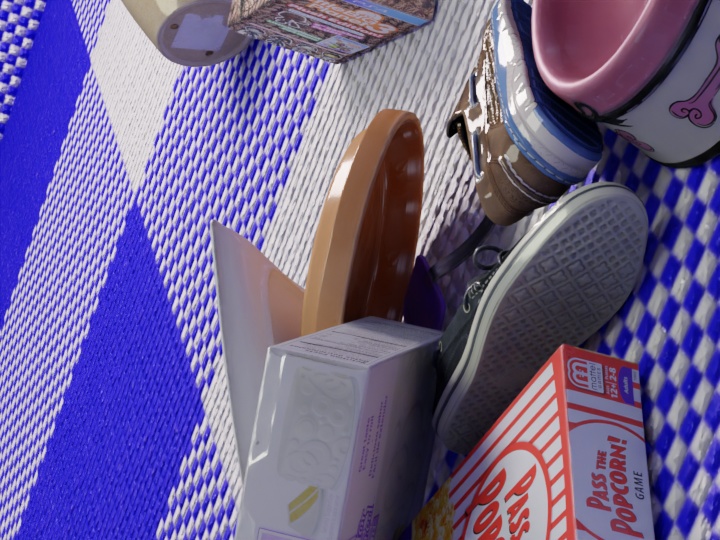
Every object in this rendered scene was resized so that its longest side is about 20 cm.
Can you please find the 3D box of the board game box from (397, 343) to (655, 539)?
[{"bbox_3d":[0.079,0.155,1.018,0.200,0.046,0.152,125,154,-45],"label":"board game box"}]

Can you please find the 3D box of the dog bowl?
[{"bbox_3d":[0.154,-0.157,1.010,0.200,0.074,0.201,-165,90,-70],"label":"dog bowl"}]

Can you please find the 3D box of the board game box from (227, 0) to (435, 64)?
[{"bbox_3d":[-0.011,-0.256,1.510,0.200,0.096,0.160,169,115,-69],"label":"board game box"}]

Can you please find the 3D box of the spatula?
[{"bbox_3d":[0.068,-0.022,1.223,0.200,0.020,0.057,-59,37,33],"label":"spatula"}]

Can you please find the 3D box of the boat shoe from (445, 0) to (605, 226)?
[{"bbox_3d":[0.081,-0.089,1.103,0.072,0.072,0.200,-46,14,21],"label":"boat shoe"}]

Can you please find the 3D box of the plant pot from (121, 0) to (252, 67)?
[{"bbox_3d":[-0.162,-0.293,1.882,0.187,0.187,0.201,-54,42,45],"label":"plant pot"}]

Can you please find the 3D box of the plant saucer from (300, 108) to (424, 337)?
[{"bbox_3d":[0.000,0.000,1.238,0.200,0.032,0.201,12,-90,-78],"label":"plant saucer"}]

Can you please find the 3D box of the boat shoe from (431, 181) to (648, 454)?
[{"bbox_3d":[0.087,0.018,1.067,0.200,0.074,0.062,117,152,-44],"label":"boat shoe"}]

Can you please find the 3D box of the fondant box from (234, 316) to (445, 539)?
[{"bbox_3d":[-0.008,0.107,1.096,0.200,0.058,0.145,-11,-68,-74],"label":"fondant box"}]

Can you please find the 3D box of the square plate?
[{"bbox_3d":[-0.041,0.085,1.245,0.200,0.028,0.199,44,-144,-70],"label":"square plate"}]
